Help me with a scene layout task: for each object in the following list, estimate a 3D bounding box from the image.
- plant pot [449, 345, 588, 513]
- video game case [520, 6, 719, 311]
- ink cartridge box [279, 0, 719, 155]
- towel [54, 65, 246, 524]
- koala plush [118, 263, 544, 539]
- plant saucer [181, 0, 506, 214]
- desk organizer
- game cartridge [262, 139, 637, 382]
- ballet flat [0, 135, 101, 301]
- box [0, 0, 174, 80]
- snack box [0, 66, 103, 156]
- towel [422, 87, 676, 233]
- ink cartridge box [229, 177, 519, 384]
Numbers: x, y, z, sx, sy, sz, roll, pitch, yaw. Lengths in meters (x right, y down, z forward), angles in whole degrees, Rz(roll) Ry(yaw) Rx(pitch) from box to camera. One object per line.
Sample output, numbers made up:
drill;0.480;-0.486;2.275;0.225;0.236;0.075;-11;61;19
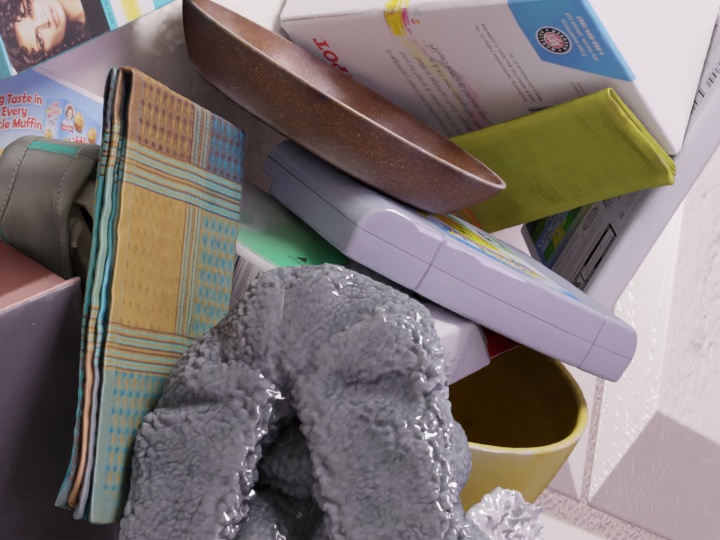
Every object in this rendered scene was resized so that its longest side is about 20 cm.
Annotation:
plant pot;0.007;0.102;1.187;0.199;0.199;0.143;-12;129;-55
video game case;0.169;-0.072;1.325;0.022;0.183;0.201;27;106;-14
ink cartridge box;0.086;-0.162;1.264;0.147;0.199;0.147;50;50;-44
towel;-0.094;0.019;1.008;0.147;0.022;0.202;26;67;-70
koala plush;-0.001;0.114;1.013;0.200;0.176;0.185;53;33;-55
plant saucer;-0.015;-0.083;1.149;0.200;0.200;0.035;22;103;-54
desk organizer;-0.163;0.092;1.005;0.071;0.077;0.202;-24;122;-31
game cartridge;0.053;-0.003;1.154;0.199;0.133;0.041;25;101;-34
ballet flat;-0.123;0.020;1.050;0.068;0.063;0.201;-69;152;-43
box;-0.142;-0.151;1.035;0.200;0.049;0.083;-39;113;-56
snack box;-0.169;-0.065;1.045;0.200;0.024;0.073;25;71;-53
towel;0.076;-0.051;1.252;0.086;0.199;0.018;41;44;-42
ink cartridge box;0.000;0.000;1.162;0.200;0.160;0.050;-22;139;-58
